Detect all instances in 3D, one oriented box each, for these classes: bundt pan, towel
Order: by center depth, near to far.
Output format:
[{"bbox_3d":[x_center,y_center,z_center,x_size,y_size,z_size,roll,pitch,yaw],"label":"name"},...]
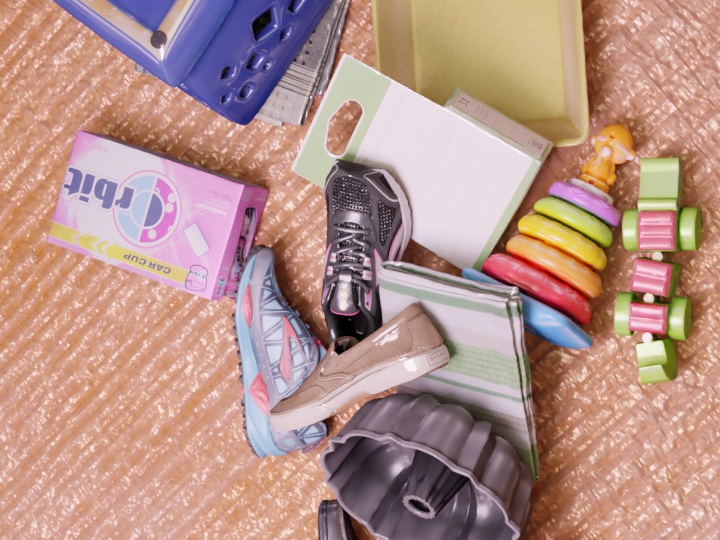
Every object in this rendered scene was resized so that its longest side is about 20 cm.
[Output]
[{"bbox_3d":[0.067,0.182,1.648,0.200,0.203,0.076,19,56,19],"label":"bundt pan"},{"bbox_3d":[0.091,0.089,1.648,0.148,0.031,0.201,15,131,34],"label":"towel"},{"bbox_3d":[-0.105,-0.251,1.784,0.199,0.034,0.194,21,94,21],"label":"towel"}]

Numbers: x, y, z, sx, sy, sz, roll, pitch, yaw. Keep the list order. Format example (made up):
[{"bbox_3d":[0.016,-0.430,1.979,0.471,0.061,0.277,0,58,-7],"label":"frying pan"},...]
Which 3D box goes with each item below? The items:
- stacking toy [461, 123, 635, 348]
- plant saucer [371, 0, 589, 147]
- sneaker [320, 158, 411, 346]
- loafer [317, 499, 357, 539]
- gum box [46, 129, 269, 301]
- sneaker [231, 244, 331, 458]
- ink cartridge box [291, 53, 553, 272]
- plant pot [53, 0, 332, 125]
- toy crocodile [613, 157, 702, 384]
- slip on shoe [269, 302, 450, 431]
[{"bbox_3d":[0.188,-0.040,1.646,0.116,0.110,0.201,26,87,27],"label":"stacking toy"},{"bbox_3d":[0.113,-0.205,1.691,0.198,0.048,0.202,-4,88,20],"label":"plant saucer"},{"bbox_3d":[0.000,0.000,1.666,0.080,0.086,0.201,4,123,19],"label":"sneaker"},{"bbox_3d":[0.012,0.305,1.719,0.072,0.073,0.202,-17,94,10],"label":"loafer"},{"bbox_3d":[-0.192,-0.052,1.790,0.199,0.066,0.114,19,95,19],"label":"gum box"},{"bbox_3d":[-0.067,0.074,1.752,0.095,0.079,0.202,-5,95,7],"label":"sneaker"},{"bbox_3d":[0.054,-0.101,1.659,0.199,0.048,0.146,31,128,4],"label":"ink cartridge box"},{"bbox_3d":[-0.157,-0.273,1.691,0.200,0.180,0.201,37,99,19],"label":"plant pot"},{"bbox_3d":[0.261,0.000,1.630,0.067,0.062,0.202,5,91,19],"label":"toy crocodile"},{"bbox_3d":[-0.009,0.089,1.648,0.199,0.076,0.061,-26,89,40],"label":"slip on shoe"}]
